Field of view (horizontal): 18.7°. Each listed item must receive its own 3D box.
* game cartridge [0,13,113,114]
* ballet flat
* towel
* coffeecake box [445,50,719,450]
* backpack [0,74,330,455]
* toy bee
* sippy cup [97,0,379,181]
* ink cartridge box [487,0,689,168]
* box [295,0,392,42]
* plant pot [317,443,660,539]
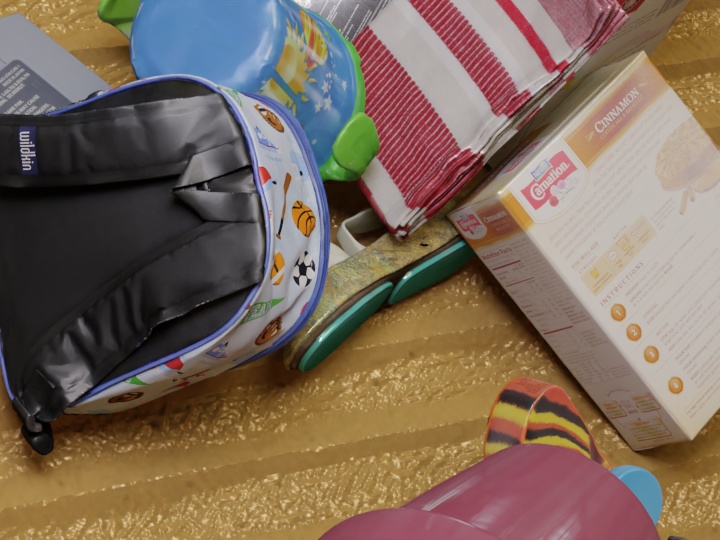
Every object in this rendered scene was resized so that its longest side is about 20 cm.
[{"bbox_3d":[-0.234,-0.071,1.323,0.133,0.042,0.200,36,49,7],"label":"game cartridge"},{"bbox_3d":[0.000,0.000,1.368,0.071,0.071,0.200,46,44,11],"label":"ballet flat"},{"bbox_3d":[0.058,-0.132,1.360,0.023,0.200,0.144,28,22,-49],"label":"towel"},{"bbox_3d":[0.177,-0.012,1.400,0.153,0.073,0.200,-43,100,-26],"label":"coffeecake box"},{"bbox_3d":[-0.109,-0.016,1.229,0.154,0.190,0.201,-2,76,-56],"label":"backpack"},{"bbox_3d":[0.134,0.161,1.291,0.200,0.131,0.109,39,73,-10],"label":"toy bee"},{"bbox_3d":[-0.077,-0.122,1.338,0.177,0.130,0.140,-4,72,14],"label":"sippy cup"},{"bbox_3d":[0.148,-0.176,1.477,0.147,0.200,0.086,-31,73,-39],"label":"ink cartridge box"},{"bbox_3d":[-0.019,-0.217,1.451,0.158,0.048,0.200,29,89,-3],"label":"box"},{"bbox_3d":[0.070,0.191,1.180,0.200,0.200,0.179,42,44,7],"label":"plant pot"}]
